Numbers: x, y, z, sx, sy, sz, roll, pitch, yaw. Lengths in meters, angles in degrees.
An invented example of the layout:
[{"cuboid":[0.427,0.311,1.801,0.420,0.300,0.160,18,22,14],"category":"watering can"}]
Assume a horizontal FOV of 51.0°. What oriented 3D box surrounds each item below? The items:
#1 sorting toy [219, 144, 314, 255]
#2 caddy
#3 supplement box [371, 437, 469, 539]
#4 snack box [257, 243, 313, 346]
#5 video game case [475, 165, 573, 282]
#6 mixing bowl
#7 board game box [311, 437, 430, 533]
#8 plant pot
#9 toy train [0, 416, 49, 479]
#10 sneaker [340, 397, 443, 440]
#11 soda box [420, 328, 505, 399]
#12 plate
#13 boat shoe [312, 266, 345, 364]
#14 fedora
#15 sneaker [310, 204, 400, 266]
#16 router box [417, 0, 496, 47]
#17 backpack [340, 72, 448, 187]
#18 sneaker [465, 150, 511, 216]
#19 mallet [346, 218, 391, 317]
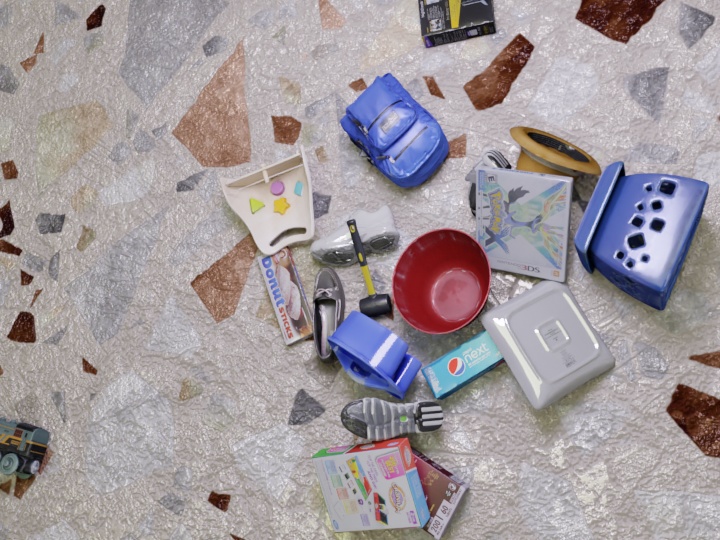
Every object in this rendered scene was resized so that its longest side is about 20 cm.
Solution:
[{"cuboid":[-0.173,-0.135,1.595,0.196,0.107,0.184,-19,79,12],"category":"sorting toy"},{"cuboid":[0.020,0.169,1.437,0.198,0.142,0.106,27,71,45],"category":"caddy"},{"cuboid":[0.095,0.401,1.430,0.197,0.061,0.111,29,90,20],"category":"supplement box"},{"cuboid":[-0.154,0.051,1.590,0.071,0.024,0.204,-24,74,10],"category":"snack box"},{"cuboid":[0.300,-0.087,1.406,0.178,0.022,0.205,12,122,28],"category":"video game case"},{"cuboid":[0.169,0.033,1.445,0.195,0.108,0.206,-9,70,24],"category":"mixing bowl"},{"cuboid":[0.017,0.399,1.395,0.196,0.040,0.157,-14,94,31],"category":"board game box"},{"cuboid":[0.488,-0.067,1.335,0.177,0.200,0.204,24,87,25],"category":"plant pot"},{"cuboid":[-0.792,0.392,1.691,0.195,0.085,0.117,9,70,20],"category":"toy train"},{"cuboid":[0.051,0.285,1.431,0.194,0.116,0.077,4,76,-11],"category":"sneaker"},{"cuboid":[0.216,0.167,1.434,0.197,0.068,0.065,-32,72,8],"category":"soda box"},{"cuboid":[0.347,0.122,1.377,0.196,0.032,0.203,-24,72,-20],"category":"plate"},{"cuboid":[-0.066,0.088,1.540,0.065,0.057,0.206,-7,78,15],"category":"boat shoe"},{"cuboid":[0.355,-0.198,1.418,0.199,0.199,0.083,34,117,19],"category":"fedora"},{"cuboid":[-0.013,-0.076,1.557,0.195,0.078,0.101,-15,56,15],"category":"sneaker"},{"cuboid":[0.198,-0.588,1.593,0.153,0.052,0.206,-7,78,16],"category":"router box"},{"cuboid":[0.069,-0.271,1.514,0.162,0.167,0.201,-44,75,11],"category":"backpack"},{"cuboid":[0.279,-0.125,1.474,0.115,0.075,0.202,-39,87,34],"category":"sneaker"},{"cuboid":[0.000,0.000,1.505,0.065,0.041,0.204,-20,104,15],"category":"mallet"}]
